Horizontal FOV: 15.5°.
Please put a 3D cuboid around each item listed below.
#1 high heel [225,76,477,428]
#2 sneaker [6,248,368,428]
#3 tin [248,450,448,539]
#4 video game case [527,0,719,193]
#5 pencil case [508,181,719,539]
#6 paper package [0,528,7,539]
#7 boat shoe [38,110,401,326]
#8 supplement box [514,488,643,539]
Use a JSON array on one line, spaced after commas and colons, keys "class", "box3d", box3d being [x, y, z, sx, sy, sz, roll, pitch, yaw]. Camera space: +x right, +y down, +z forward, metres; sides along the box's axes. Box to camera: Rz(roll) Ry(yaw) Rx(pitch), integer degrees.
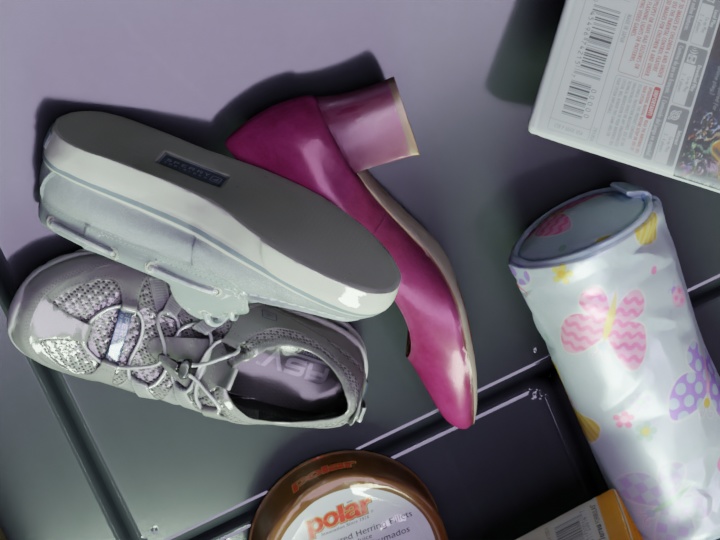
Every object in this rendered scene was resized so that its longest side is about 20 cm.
[{"class": "high heel", "box3d": [0.000, 0.000, 1.406, 0.096, 0.067, 0.201, -17, 103, 2]}, {"class": "sneaker", "box3d": [-0.085, 0.037, 1.384, 0.199, 0.082, 0.075, 9, 105, -14]}, {"class": "tin", "box3d": [0.008, 0.197, 1.479, 0.111, 0.042, 0.201, -21, 110, -9]}, {"class": "video game case", "box3d": [0.200, -0.141, 1.364, 0.181, 0.023, 0.201, 18, 96, 8]}, {"class": "pencil case", "box3d": [0.154, 0.054, 1.439, 0.090, 0.083, 0.201, -25, 110, 4]}, {"class": "paper package", "box3d": [-0.258, 0.212, 1.393, 0.190, 0.104, 0.201, -26, 111, -3]}, {"class": "boat shoe", "box3d": [-0.075, -0.013, 1.355, 0.200, 0.070, 0.072, 25, 121, 12]}, {"class": "supplement box", "box3d": [0.084, 0.225, 1.432, 0.199, 0.074, 0.126, -30, 110, 7]}]
